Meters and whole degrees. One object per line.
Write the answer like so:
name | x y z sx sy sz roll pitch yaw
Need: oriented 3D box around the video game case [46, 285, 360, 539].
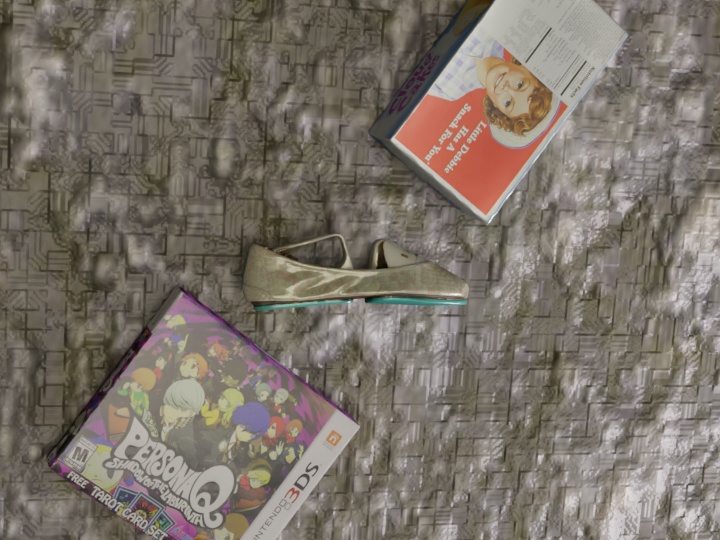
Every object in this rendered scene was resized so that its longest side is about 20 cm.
video game case | -0.129 0.144 1.073 0.200 0.036 0.182 39 87 -18

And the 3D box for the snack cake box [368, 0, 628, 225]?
snack cake box | 0.115 -0.156 1.067 0.115 0.067 0.201 38 89 -20

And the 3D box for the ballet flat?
ballet flat | 0.000 0.000 1.068 0.198 0.067 0.063 -1 91 -15
